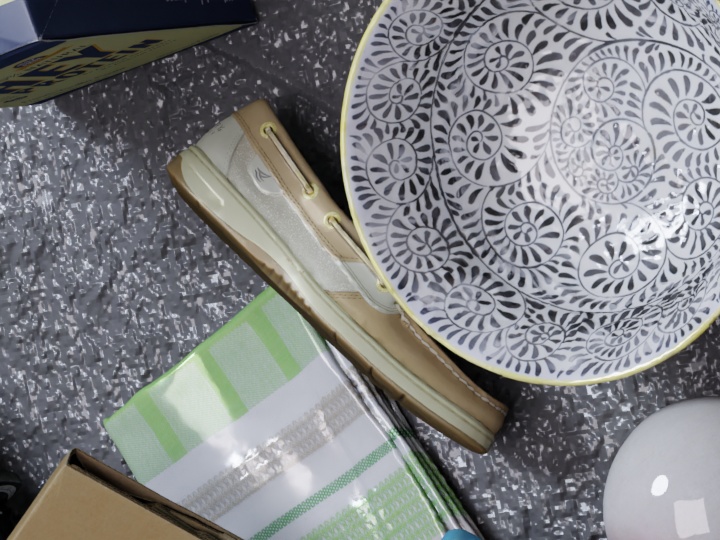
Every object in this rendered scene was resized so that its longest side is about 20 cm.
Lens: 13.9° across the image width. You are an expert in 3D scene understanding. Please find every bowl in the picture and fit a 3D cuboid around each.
[{"bbox_3d":[0.101,-0.055,1.281,0.201,0.094,0.201,4,99,28],"label":"bowl"}]

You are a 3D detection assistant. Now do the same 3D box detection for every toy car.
[{"bbox_3d":[0.139,0.126,1.277,0.184,0.177,0.200,30,81,8],"label":"toy car"}]

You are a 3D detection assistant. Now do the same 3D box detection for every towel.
[{"bbox_3d":[-0.028,0.120,1.411,0.149,0.031,0.200,-38,79,26],"label":"towel"}]

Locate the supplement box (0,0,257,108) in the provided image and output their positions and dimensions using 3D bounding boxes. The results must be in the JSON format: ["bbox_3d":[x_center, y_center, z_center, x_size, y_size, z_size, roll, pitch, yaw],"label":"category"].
[{"bbox_3d":[-0.175,-0.182,1.350,0.134,0.200,0.200,-18,89,28],"label":"supplement box"}]

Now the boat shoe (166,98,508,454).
[{"bbox_3d":[0.000,0.000,1.356,0.200,0.074,0.066,44,86,7],"label":"boat shoe"}]

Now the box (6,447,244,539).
[{"bbox_3d":[-0.119,0.196,1.401,0.163,0.021,0.200,30,115,-13],"label":"box"}]

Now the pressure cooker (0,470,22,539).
[{"bbox_3d":[-0.269,0.139,1.464,0.200,0.179,0.176,53,139,12],"label":"pressure cooker"}]
